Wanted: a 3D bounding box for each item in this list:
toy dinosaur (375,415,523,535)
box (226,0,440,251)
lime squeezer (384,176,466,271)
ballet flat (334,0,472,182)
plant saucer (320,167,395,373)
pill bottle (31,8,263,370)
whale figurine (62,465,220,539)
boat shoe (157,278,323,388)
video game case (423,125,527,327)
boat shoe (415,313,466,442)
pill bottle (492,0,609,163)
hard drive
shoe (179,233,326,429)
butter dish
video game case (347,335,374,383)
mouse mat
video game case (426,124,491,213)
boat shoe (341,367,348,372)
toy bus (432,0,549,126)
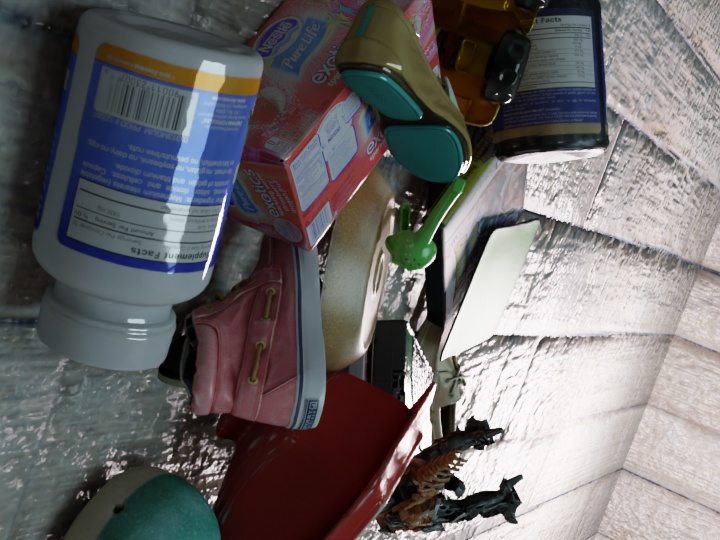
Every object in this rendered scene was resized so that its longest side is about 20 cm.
[{"bbox_3d":[0.068,0.197,1.077,0.135,0.200,0.102,-15,91,-16],"label":"toy dinosaur"},{"bbox_3d":[-0.031,-0.128,0.896,0.200,0.095,0.103,-55,153,-27],"label":"box"},{"bbox_3d":[0.044,-0.035,1.028,0.200,0.038,0.071,166,-70,-80],"label":"lime squeezer"},{"bbox_3d":[0.041,-0.125,0.856,0.200,0.069,0.063,46,54,-65],"label":"ballet flat"},{"bbox_3d":[0.000,0.000,1.063,0.200,0.035,0.201,10,90,-84],"label":"plant saucer"},{"bbox_3d":[-0.134,-0.047,0.730,0.112,0.112,0.200,-14,123,-61],"label":"pill bottle"},{"bbox_3d":[-0.158,0.244,0.942,0.159,0.104,0.200,-50,151,-35],"label":"whale figurine"},{"bbox_3d":[-0.092,0.044,0.951,0.201,0.074,0.063,-25,127,-61],"label":"boat shoe"},{"bbox_3d":[0.126,-0.059,1.292,0.181,0.025,0.200,-53,158,-25],"label":"video game case"},{"bbox_3d":[0.095,0.129,1.418,0.072,0.065,0.200,-36,141,-50],"label":"boat shoe"},{"bbox_3d":[0.179,-0.208,1.170,0.112,0.112,0.200,-1,87,-64],"label":"pill bottle"},{"bbox_3d":[0.043,0.144,1.228,0.200,0.038,0.140,62,29,-69],"label":"hard drive"},{"bbox_3d":[-0.079,0.029,0.864,0.200,0.091,0.072,-99,-159,-49],"label":"shoe"},{"bbox_3d":[-0.054,0.160,1.004,0.200,0.148,0.200,-54,177,26],"label":"butter dish"},{"bbox_3d":[0.013,0.143,1.220,0.200,0.017,0.143,57,34,-70],"label":"video game case"},{"bbox_3d":[0.150,0.019,1.383,0.200,0.008,0.161,-12,125,-65],"label":"mouse mat"},{"bbox_3d":[0.132,-0.176,1.283,0.181,0.025,0.200,-41,145,-45],"label":"video game case"},{"bbox_3d":[-0.038,0.188,1.185,0.071,0.070,0.200,62,30,-68],"label":"boat shoe"},{"bbox_3d":[0.100,-0.240,1.061,0.192,0.135,0.200,-44,153,-73],"label":"toy bus"}]
